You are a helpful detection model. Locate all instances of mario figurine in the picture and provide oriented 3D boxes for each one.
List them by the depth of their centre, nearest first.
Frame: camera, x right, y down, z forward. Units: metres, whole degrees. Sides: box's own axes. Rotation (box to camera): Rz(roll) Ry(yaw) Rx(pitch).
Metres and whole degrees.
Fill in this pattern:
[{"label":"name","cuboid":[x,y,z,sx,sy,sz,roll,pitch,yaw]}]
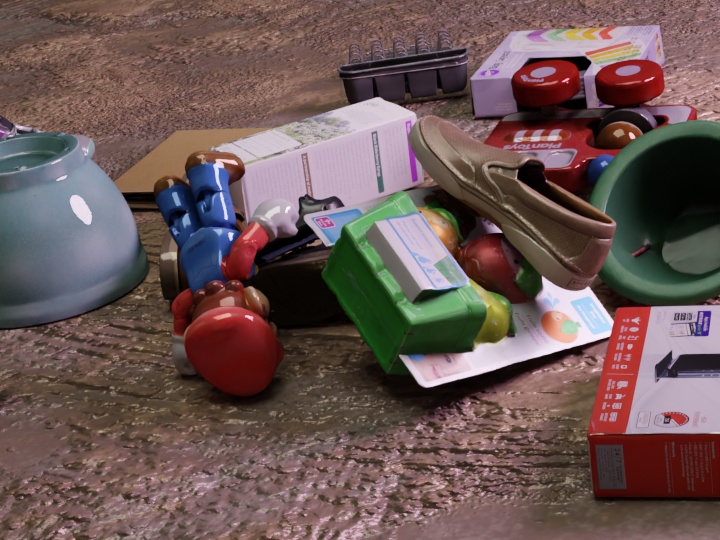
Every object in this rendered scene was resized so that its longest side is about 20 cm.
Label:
[{"label":"mario figurine","cuboid":[-0.103,0.011,1.393,0.106,0.124,0.201,-6,62,-18]}]

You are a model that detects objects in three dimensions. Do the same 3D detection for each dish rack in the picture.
[{"label":"dish rack","cuboid":[0.050,-0.249,2.074,0.153,0.055,0.200,-7,22,1]}]

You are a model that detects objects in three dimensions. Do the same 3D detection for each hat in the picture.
[{"label":"hat","cuboid":[0.294,-0.019,1.482,0.165,0.176,0.201,7,64,27]}]

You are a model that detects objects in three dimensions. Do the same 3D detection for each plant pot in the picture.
[{"label":"plant pot","cuboid":[-0.307,-0.049,1.610,0.200,0.135,0.200,-7,23,3]}]

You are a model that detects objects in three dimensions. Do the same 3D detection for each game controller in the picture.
[{"label":"game controller","cuboid":[-0.061,-0.030,1.515,0.104,0.042,0.200,-33,-1,-1]}]

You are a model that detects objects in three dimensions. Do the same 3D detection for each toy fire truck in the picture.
[{"label":"toy fire truck","cuboid":[0.208,-0.115,1.626,0.199,0.112,0.168,1,30,23]}]

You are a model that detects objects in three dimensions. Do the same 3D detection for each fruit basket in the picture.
[{"label":"fruit basket","cuboid":[0.082,-0.002,1.352,0.199,0.094,0.185,-16,56,-28]}]

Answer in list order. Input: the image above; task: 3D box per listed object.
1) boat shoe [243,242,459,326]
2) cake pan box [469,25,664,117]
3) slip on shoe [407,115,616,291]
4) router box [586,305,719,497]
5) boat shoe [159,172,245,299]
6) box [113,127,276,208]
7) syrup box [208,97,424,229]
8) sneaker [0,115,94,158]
[{"label":"boat shoe","cuboid":[0.000,0.001,1.464,0.200,0.072,0.066,-8,27,14]},{"label":"cake pan box","cuboid":[0.234,-0.224,1.956,0.184,0.052,0.200,-1,23,23]},{"label":"slip on shoe","cuboid":[0.119,-0.068,1.360,0.076,0.061,0.200,-4,42,-47]},{"label":"router box","cuboid":[0.257,0.086,1.196,0.179,0.049,0.200,-2,23,15]},{"label":"boat shoe","cuboid":[-0.139,-0.031,1.606,0.068,0.072,0.200,-3,32,4]},{"label":"box","cuboid":[-0.164,-0.111,1.857,0.163,0.021,0.200,0,24,20]},{"label":"syrup box","cuboid":[-0.042,-0.103,1.716,0.199,0.082,0.079,-18,26,-24]},{"label":"sneaker","cuboid":[-0.395,-0.157,1.892,0.199,0.140,0.078,-17,23,-19]}]
